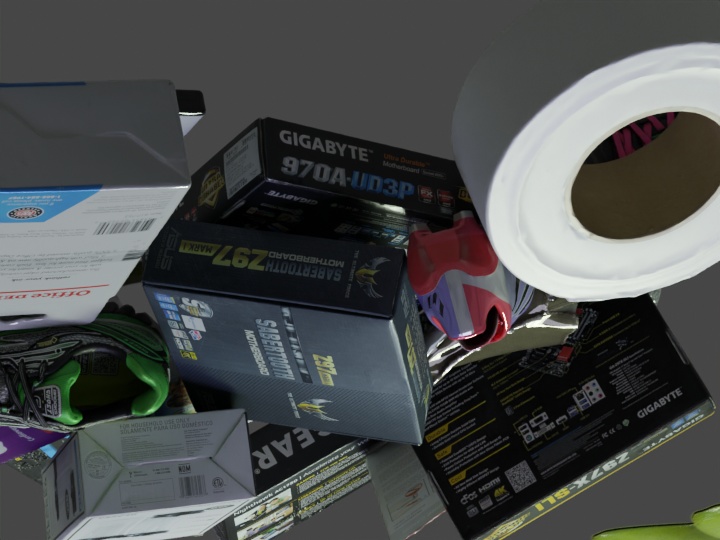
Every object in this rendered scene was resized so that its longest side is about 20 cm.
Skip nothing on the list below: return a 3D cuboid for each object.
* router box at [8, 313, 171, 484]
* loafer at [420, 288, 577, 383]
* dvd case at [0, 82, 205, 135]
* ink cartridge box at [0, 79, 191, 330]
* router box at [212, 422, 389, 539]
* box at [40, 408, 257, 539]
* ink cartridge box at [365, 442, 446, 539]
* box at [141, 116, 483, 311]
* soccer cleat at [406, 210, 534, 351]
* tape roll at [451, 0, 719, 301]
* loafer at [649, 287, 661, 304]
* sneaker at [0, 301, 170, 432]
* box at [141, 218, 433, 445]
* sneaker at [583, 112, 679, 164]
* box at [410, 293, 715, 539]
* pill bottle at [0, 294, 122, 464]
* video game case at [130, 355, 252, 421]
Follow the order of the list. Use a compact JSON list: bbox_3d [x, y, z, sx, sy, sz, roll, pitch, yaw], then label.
[{"bbox_3d":[-0.190,0.101,1.816,0.148,0.051,0.200,-19,160,8],"label":"router box"},{"bbox_3d":[0.114,0.025,1.667,0.199,0.070,0.075,-34,-172,-1],"label":"loafer"},{"bbox_3d":[-0.194,-0.057,1.464,0.142,0.018,0.200,-1,157,-30],"label":"dvd case"},{"bbox_3d":[-0.182,-0.033,1.409,0.115,0.068,0.200,-3,157,-24],"label":"ink cartridge box"},{"bbox_3d":[-0.031,0.145,1.973,0.199,0.051,0.149,-29,162,-11],"label":"router box"},{"bbox_3d":[-0.146,0.143,1.666,0.116,0.061,0.200,-5,168,-14],"label":"box"},{"bbox_3d":[0.088,0.140,1.852,0.162,0.050,0.200,-36,-163,4],"label":"ink cartridge box"},{"bbox_3d":[-0.016,-0.026,1.574,0.199,0.046,0.159,11,151,-30],"label":"box"},{"bbox_3d":[0.069,0.019,1.513,0.066,0.077,0.200,-13,167,9],"label":"soccer cleat"},{"bbox_3d":[0.156,-0.076,1.436,0.201,0.071,0.203,-12,138,-11],"label":"tape roll"},{"bbox_3d":[0.136,0.030,1.842,0.199,0.070,0.076,-13,139,-32],"label":"loafer"},{"bbox_3d":[-0.210,0.059,1.503,0.198,0.079,0.085,-6,-162,-15],"label":"sneaker"},{"bbox_3d":[-0.041,0.041,1.553,0.156,0.051,0.200,7,155,10],"label":"box"},{"bbox_3d":[0.190,-0.077,1.560,0.199,0.074,0.087,3,152,-39],"label":"sneaker"},{"bbox_3d":[0.123,0.077,1.730,0.199,0.160,0.049,-31,160,4],"label":"box"},{"bbox_3d":[-0.251,0.074,1.646,0.199,0.113,0.112,-24,157,29],"label":"pill bottle"},{"bbox_3d":[-0.067,0.070,1.737,0.199,0.018,0.143,-21,159,-11],"label":"video game case"}]
